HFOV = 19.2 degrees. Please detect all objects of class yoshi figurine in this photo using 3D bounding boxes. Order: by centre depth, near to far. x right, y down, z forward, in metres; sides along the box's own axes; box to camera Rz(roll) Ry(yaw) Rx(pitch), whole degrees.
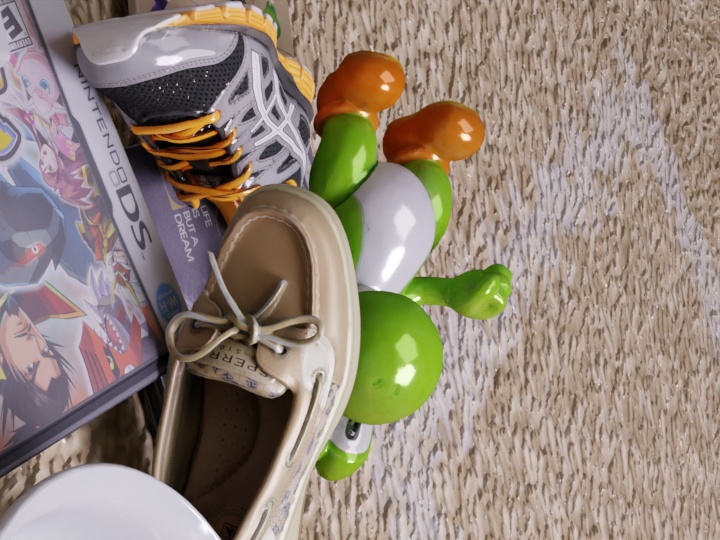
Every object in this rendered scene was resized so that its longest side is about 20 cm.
[{"bbox_3d":[0.013,-0.002,1.005,0.112,0.112,0.201,74,25,-63],"label":"yoshi figurine"}]

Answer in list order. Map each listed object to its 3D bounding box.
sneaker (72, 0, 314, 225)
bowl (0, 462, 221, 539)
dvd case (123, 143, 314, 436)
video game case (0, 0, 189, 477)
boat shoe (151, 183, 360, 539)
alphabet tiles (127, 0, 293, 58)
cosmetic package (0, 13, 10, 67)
[{"bbox_3d":[-0.065,-0.067,0.943,0.200,0.078,0.078,24,64,-68],"label":"sneaker"},{"bbox_3d":[-0.114,0.176,0.768,0.201,0.090,0.202,36,47,-51],"label":"bowl"},{"bbox_3d":[-0.058,0.003,1.034,0.200,0.016,0.150,-24,98,-62],"label":"dvd case"},{"bbox_3d":[-0.151,-0.019,0.848,0.200,0.025,0.182,-33,104,-59],"label":"video game case"},{"bbox_3d":[-0.049,0.063,0.898,0.063,0.073,0.201,-3,103,-68],"label":"boat shoe"},{"bbox_3d":[-0.097,-0.180,1.048,0.200,0.008,0.168,23,55,-53],"label":"alphabet tiles"},{"bbox_3d":[-0.201,-0.158,0.761,0.101,0.074,0.201,8,65,-54],"label":"cosmetic package"}]
